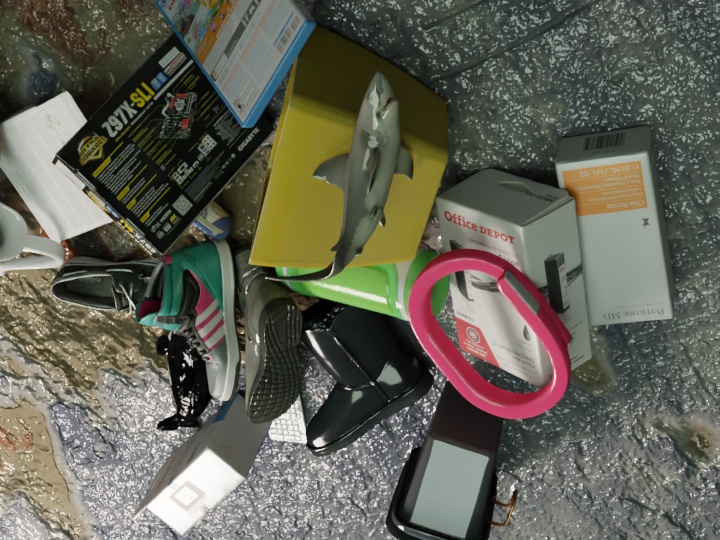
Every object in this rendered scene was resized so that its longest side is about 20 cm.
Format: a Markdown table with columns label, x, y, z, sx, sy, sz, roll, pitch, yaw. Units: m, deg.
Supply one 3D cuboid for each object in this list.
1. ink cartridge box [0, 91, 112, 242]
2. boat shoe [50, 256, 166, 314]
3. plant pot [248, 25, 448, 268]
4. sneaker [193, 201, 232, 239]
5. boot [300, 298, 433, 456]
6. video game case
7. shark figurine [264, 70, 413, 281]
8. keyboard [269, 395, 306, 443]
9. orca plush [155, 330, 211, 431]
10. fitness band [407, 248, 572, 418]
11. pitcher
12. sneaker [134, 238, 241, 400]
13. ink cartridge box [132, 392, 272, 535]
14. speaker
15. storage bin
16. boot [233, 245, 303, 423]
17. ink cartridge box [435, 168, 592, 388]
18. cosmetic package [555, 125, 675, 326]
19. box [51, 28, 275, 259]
| label | x | y | z | sx | sy | sz | roll | pitch | yaw |
| --- | --- | --- | --- | --- | --- | --- | --- | --- | --- |
| ink cartridge box | -0.345 | -0.126 | 1.445 | 0.198 | 0.057 | 0.164 | -17 | 113 | 39 |
| boat shoe | -0.295 | 0.027 | 1.533 | 0.197 | 0.071 | 0.073 | 1 | 118 | 12 |
| plant pot | -0.007 | -0.118 | 1.306 | 0.174 | 0.201 | 0.202 | 14 | 123 | -7 |
| sneaker | -0.208 | -0.119 | 1.424 | 0.088 | 0.075 | 0.200 | -50 | 123 | -7 |
| boot | -0.030 | 0.121 | 1.506 | 0.199 | 0.077 | 0.169 | -33 | 109 | 23 |
| video game case | -0.136 | -0.273 | 1.285 | 0.201 | 0.018 | 0.144 | 54 | 127 | 23 |
| shark figurine | -0.017 | -0.071 | 1.167 | 0.088 | 0.217 | 0.128 | 14 | 166 | 22 |
| keyboard | -0.108 | 0.139 | 1.579 | 0.055 | 0.011 | 0.202 | 0 | 118 | 16 |
| orca plush | -0.234 | 0.143 | 1.582 | 0.104 | 0.071 | 0.201 | 28 | 123 | -1 |
| fitness band | 0.137 | 0.068 | 1.284 | 0.143 | 0.037 | 0.201 | -31 | 102 | 37 |
| pitcher | -0.479 | -0.021 | 1.527 | 0.170 | 0.123 | 0.199 | 24 | 151 | -32 |
| sneaker | -0.212 | 0.066 | 1.476 | 0.119 | 0.083 | 0.203 | -7 | 101 | -22 |
| ink cartridge box | -0.211 | 0.267 | 1.619 | 0.066 | 0.116 | 0.200 | 39 | 125 | -10 |
| speaker | 0.000 | 0.000 | 1.394 | 0.198 | 0.088 | 0.090 | 13 | 124 | 33 |
| storage bin | 0.125 | 0.234 | 1.465 | 0.144 | 0.200 | 0.136 | 17 | 113 | 6 |
| boot | -0.122 | 0.078 | 1.495 | 0.067 | 0.131 | 0.202 | -9 | 130 | -25 |
| ink cartridge box | 0.169 | 0.006 | 1.341 | 0.144 | 0.083 | 0.202 | 24 | 132 | 49 |
| cosmetic package | 0.279 | -0.046 | 1.324 | 0.100 | 0.071 | 0.202 | -7 | 117 | 19 |
| box | -0.216 | -0.140 | 1.354 | 0.160 | 0.201 | 0.049 | 43 | 163 | -10 |
